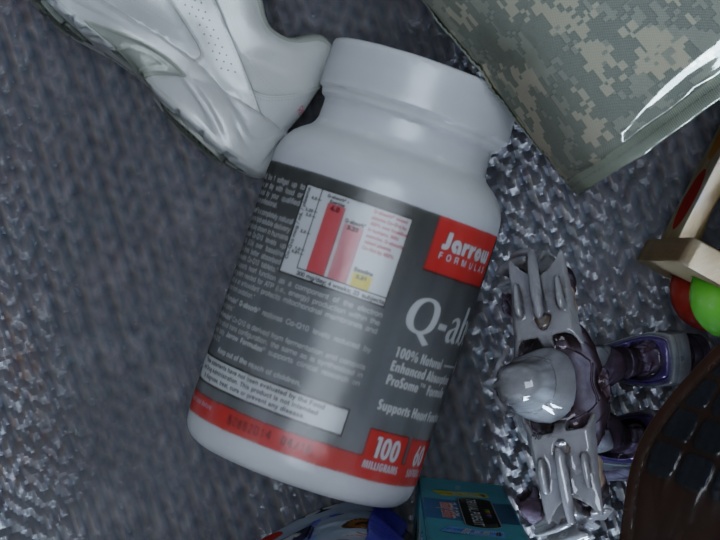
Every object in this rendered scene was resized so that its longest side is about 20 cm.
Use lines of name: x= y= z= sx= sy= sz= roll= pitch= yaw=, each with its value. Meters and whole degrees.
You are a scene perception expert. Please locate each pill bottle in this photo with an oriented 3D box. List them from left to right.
pill bottle: x=0.000 y=0.000 z=0.875 sx=0.115 sy=0.116 sz=0.202 roll=18 pitch=91 yaw=0

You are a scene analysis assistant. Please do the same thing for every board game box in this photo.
board game box: x=0.043 y=0.183 z=0.835 sx=0.046 sy=0.200 sz=0.153 roll=5 pitch=91 yaw=1

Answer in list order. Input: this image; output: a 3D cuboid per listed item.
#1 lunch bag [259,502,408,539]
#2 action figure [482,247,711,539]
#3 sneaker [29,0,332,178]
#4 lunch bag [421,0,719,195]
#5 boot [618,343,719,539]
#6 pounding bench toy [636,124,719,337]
lunch bag: x=-0.044 y=0.201 z=0.853 sx=0.123 sy=0.170 sz=0.201 roll=32 pitch=93 yaw=1
action figure: x=0.099 y=0.059 z=0.833 sx=0.069 sy=0.200 sz=0.132 roll=-1 pitch=82 yaw=27
sneaker: x=-0.097 y=-0.141 z=0.901 sx=0.200 sy=0.078 sz=0.100 roll=41 pitch=84 yaw=-9
lunch bag: x=0.112 y=-0.146 z=0.782 sx=0.164 sy=0.118 sz=0.200 roll=51 pitch=129 yaw=-5
boot: x=0.157 y=0.117 z=0.798 sx=0.074 sy=0.097 sz=0.201 roll=21 pitch=72 yaw=34
pounding bench toy: x=0.220 y=-0.027 z=0.831 sx=0.124 sy=0.200 sz=0.157 roll=29 pitch=90 yaw=-1
